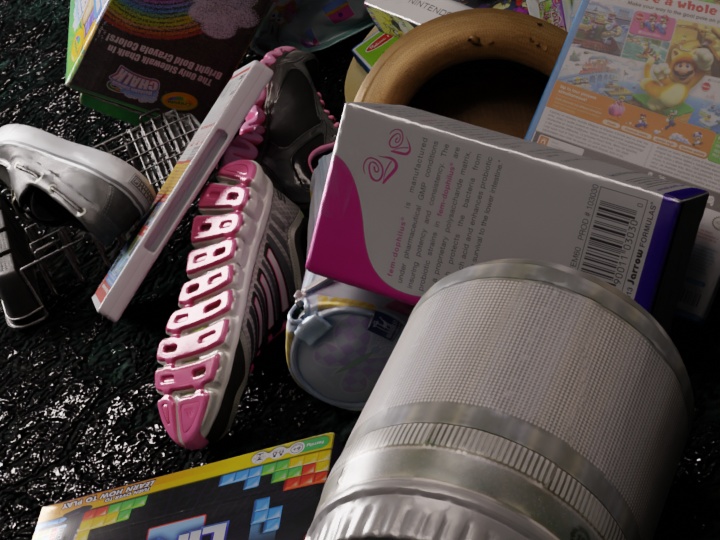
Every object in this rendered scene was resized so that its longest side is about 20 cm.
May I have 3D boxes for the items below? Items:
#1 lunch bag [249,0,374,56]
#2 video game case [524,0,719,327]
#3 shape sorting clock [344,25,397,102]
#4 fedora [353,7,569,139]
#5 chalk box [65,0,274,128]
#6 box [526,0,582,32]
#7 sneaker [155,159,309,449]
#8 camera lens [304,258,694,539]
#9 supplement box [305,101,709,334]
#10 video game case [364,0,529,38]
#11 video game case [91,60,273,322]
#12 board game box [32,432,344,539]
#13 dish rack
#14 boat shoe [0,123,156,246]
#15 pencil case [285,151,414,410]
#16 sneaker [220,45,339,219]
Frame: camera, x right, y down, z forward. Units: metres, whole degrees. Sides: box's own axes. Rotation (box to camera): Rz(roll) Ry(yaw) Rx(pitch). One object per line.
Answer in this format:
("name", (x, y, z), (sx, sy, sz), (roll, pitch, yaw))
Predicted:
("lunch bag", (-0.025, -0.274, 1.603), (0.199, 0.122, 0.171), (-33, 34, 9))
("video game case", (0.176, -0.083, 1.143), (0.142, 0.018, 0.201), (21, 83, 20))
("shape sorting clock", (0.080, -0.167, 1.445), (0.199, 0.039, 0.201), (-16, 46, 17))
("fedora", (0.086, -0.064, 1.210), (0.200, 0.201, 0.082), (-31, -4, -6))
("chalk box", (-0.165, -0.207, 1.559), (0.200, 0.124, 0.124), (-55, 27, 36))
("box", (0.166, -0.216, 1.216), (0.136, 0.201, 0.039), (-13, 3, 28))
("sneaker", (-0.073, 0.030, 1.256), (0.074, 0.087, 0.201), (-17, 53, 44))
("camera lens", (0.072, 0.106, 0.955), (0.159, 0.160, 0.200), (-5, 39, 32))
("supplement box", (0.084, -0.023, 1.084), (0.199, 0.102, 0.103), (18, 10, 17))
("video game case", (0.125, -0.226, 1.353), (0.200, 0.036, 0.181), (-46, 41, -11))
("video game case", (-0.128, -0.056, 1.341), (0.201, 0.017, 0.143), (-58, 10, -3))
("board game box", (-0.102, 0.186, 1.071), (0.199, 0.057, 0.166), (-17, 33, 17))
("dish rack", (-0.202, -0.049, 1.481), (0.199, 0.055, 0.154), (-27, 34, -2))
("boat shoe", (-0.228, -0.062, 1.404), (0.199, 0.069, 0.057), (14, 61, 49))
("pencil case", (0.000, 0.000, 1.225), (0.083, 0.090, 0.200), (-57, 14, 33))
("sneaker", (-0.043, -0.097, 1.427), (0.095, 0.079, 0.201), (3, 41, 9))
